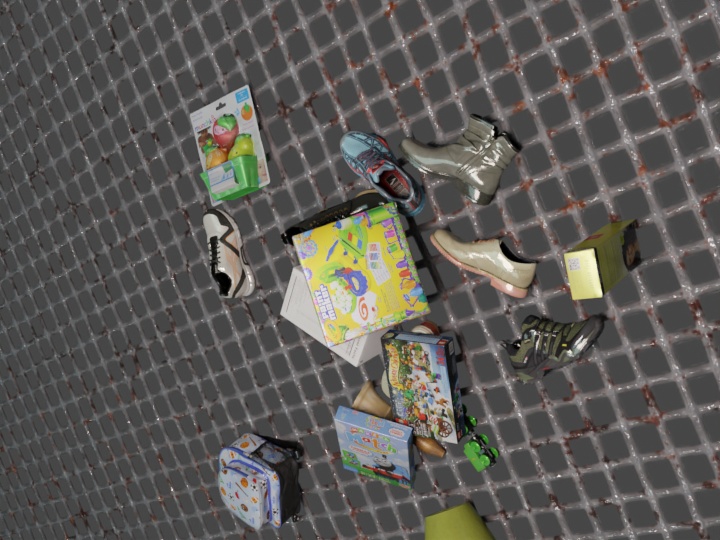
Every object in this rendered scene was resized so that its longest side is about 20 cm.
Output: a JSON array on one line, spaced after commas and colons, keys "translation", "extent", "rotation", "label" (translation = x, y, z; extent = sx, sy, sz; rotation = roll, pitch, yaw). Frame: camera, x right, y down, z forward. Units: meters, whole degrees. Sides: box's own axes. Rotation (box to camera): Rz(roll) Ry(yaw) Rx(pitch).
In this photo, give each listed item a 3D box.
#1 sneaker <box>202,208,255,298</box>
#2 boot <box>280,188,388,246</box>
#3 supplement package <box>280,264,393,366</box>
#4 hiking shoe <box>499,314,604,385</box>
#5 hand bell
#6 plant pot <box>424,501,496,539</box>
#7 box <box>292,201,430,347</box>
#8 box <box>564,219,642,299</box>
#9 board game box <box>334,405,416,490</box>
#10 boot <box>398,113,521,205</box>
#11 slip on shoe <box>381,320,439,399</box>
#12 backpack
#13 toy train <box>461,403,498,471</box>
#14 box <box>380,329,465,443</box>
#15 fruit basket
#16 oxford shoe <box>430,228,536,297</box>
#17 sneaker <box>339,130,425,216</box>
[{"translation": [-0.291, -0.035, 1.948], "extent": [0.073, 0.080, 0.202], "rotation": [-23, 89, 40], "label": "sneaker"}, {"translation": [-0.039, -0.089, 1.709], "extent": [0.198, 0.138, 0.078], "rotation": [-22, 92, 37], "label": "boot"}, {"translation": [-0.039, 0.076, 1.780], "extent": [0.199, 0.109, 0.115], "rotation": [33, 120, 23], "label": "supplement package"}, {"translation": [0.320, 0.116, 1.554], "extent": [0.200, 0.075, 0.101], "rotation": [-40, 84, 38], "label": "hiking shoe"}, {"translation": [0.079, 0.309, 1.802], "extent": [0.198, 0.104, 0.105], "rotation": [28, 120, 11], "label": "hand bell"}, {"translation": [0.198, 0.553, 1.740], "extent": [0.186, 0.186, 0.203], "rotation": [-30, 72, 38], "label": "plant pot"}, {"translation": [-0.001, 0.009, 1.617], "extent": [0.190, 0.122, 0.203], "rotation": [-18, 88, -3], "label": "box"}, {"translation": [0.373, -0.020, 1.392], "extent": [0.050, 0.199, 0.076], "rotation": [-7, 102, 36], "label": "box"}, {"translation": [0.031, 0.348, 1.787], "extent": [0.149, 0.037, 0.201], "rotation": [14, 143, 17], "label": "board game box"}, {"translation": [0.172, -0.214, 1.570], "extent": [0.199, 0.068, 0.132], "rotation": [32, 117, 15], "label": "boot"}, {"translation": [0.099, 0.175, 1.745], "extent": [0.074, 0.061, 0.202], "rotation": [34, 127, 14], "label": "slip on shoe"}, {"translation": [-0.231, 0.463, 2.030], "extent": [0.189, 0.153, 0.203], "rotation": [25, 122, 39], "label": "backpack"}, {"translation": [0.187, 0.290, 1.733], "extent": [0.201, 0.042, 0.056], "rotation": [54, 138, 9], "label": "toy train"}, {"translation": [0.116, 0.213, 1.687], "extent": [0.135, 0.038, 0.203], "rotation": [4, 114, 33], "label": "box"}, {"translation": [-0.271, -0.249, 1.855], "extent": [0.184, 0.093, 0.203], "rotation": [-15, 93, 38], "label": "fruit basket"}, {"translation": [0.216, -0.032, 1.592], "extent": [0.198, 0.071, 0.075], "rotation": [29, 115, 14], "label": "oxford shoe"}, {"translation": [0.039, -0.186, 1.638], "extent": [0.200, 0.095, 0.079], "rotation": [43, 93, 11], "label": "sneaker"}]
